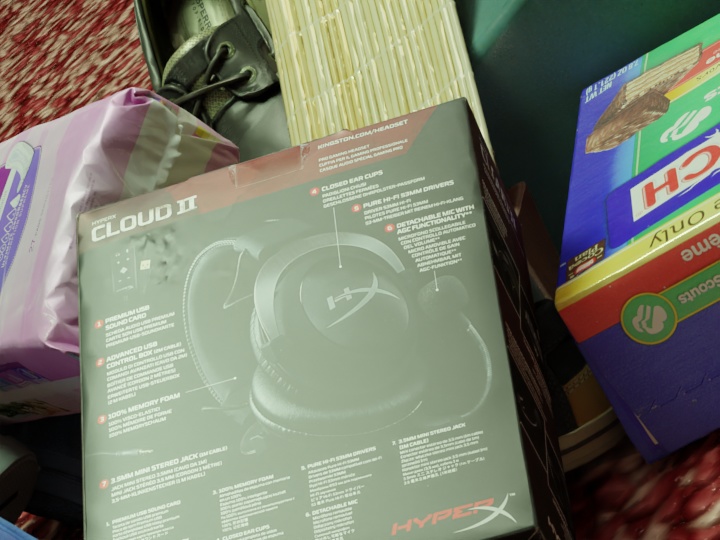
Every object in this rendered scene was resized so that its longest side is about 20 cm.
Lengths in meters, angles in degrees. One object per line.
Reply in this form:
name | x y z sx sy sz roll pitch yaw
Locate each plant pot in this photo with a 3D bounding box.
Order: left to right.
plant pot | 0.113 -0.100 1.071 0.200 0.141 0.141 -44 16 4

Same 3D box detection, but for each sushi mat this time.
sushi mat | 0.004 -0.084 1.036 0.095 0.012 0.201 -34 44 24

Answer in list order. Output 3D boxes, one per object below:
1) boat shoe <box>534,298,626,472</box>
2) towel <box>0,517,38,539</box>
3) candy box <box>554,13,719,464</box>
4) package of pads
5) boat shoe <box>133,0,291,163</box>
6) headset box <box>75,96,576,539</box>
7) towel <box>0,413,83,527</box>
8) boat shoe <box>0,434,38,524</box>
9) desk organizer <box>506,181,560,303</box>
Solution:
boat shoe | -0.001 0.064 0.913 0.199 0.063 0.075 -21 10 18
towel | -0.188 0.164 0.950 0.200 0.144 0.024 -52 -15 -41
candy box | 0.161 -0.040 0.903 0.168 0.077 0.200 -29 19 20
package of pads | -0.136 -0.001 1.089 0.199 0.075 0.121 -13 56 57
boat shoe | -0.063 -0.082 1.129 0.073 0.065 0.200 -46 42 14
headset box | -0.014 0.041 0.832 0.148 0.077 0.201 -16 48 10
towel | -0.125 0.022 1.188 0.111 0.048 0.201 3 67 47
boat shoe | -0.216 0.126 1.065 0.200 0.066 0.074 -41 -29 -58
desk organizer | -0.002 0.050 0.989 0.199 0.072 0.077 -30 15 19
